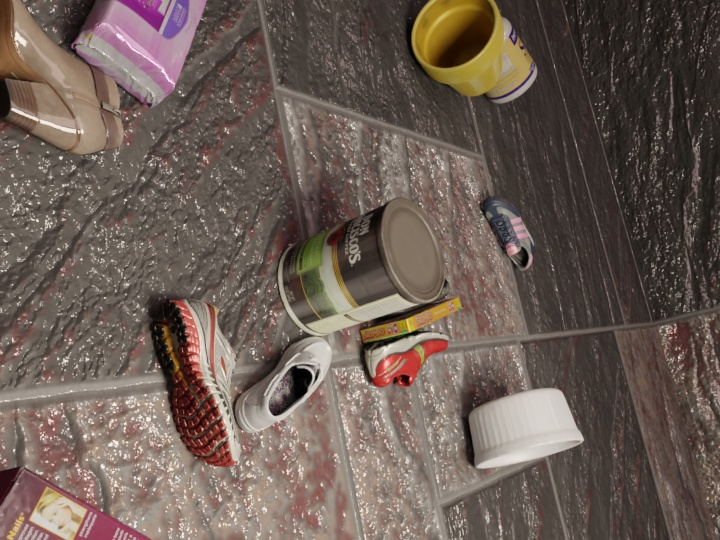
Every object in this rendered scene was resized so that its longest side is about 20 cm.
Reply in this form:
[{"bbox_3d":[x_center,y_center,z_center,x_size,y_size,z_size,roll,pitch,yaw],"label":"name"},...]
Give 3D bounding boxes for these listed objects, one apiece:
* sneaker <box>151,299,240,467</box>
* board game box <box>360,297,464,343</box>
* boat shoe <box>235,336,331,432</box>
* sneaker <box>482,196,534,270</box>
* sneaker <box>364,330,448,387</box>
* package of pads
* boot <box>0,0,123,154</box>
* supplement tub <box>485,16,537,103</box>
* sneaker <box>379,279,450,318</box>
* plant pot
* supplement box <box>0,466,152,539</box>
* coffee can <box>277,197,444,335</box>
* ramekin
[{"bbox_3d":[-0.173,0.128,0.817,0.082,0.077,0.203,-7,80,-55],"label":"sneaker"},{"bbox_3d":[0.093,0.080,1.175,0.199,0.095,0.030,-11,85,-54],"label":"board game box"},{"bbox_3d":[-0.086,0.143,0.932,0.199,0.068,0.073,-28,97,-54],"label":"boat shoe"},{"bbox_3d":[0.345,-0.084,1.611,0.200,0.070,0.083,45,40,-29],"label":"sneaker"},{"bbox_3d":[0.077,0.148,1.159,0.198,0.076,0.086,-8,92,-47],"label":"sneaker"},{"bbox_3d":[-0.275,-0.321,0.892,0.120,0.075,0.202,39,46,-38],"label":"package of pads"},{"bbox_3d":[-0.341,-0.225,0.777,0.146,0.069,0.203,1,75,-59],"label":"boot"},{"bbox_3d":[0.336,-0.537,1.747,0.200,0.144,0.147,45,43,-32],"label":"supplement tub"},{"bbox_3d":[0.088,0.009,1.221,0.198,0.076,0.116,-13,91,-49],"label":"sneaker"},{"bbox_3d":[0.236,-0.494,1.569,0.189,0.198,0.204,31,49,-60],"label":"plant pot"},{"bbox_3d":[-0.264,0.274,0.618,0.200,0.085,0.111,46,43,-31],"label":"supplement box"},{"bbox_3d":[0.000,0.000,1.001,0.146,0.198,0.148,27,53,-43],"label":"coffee can"},{"bbox_3d":[0.292,0.286,1.266,0.199,0.199,0.099,16,53,-48],"label":"ramekin"}]
